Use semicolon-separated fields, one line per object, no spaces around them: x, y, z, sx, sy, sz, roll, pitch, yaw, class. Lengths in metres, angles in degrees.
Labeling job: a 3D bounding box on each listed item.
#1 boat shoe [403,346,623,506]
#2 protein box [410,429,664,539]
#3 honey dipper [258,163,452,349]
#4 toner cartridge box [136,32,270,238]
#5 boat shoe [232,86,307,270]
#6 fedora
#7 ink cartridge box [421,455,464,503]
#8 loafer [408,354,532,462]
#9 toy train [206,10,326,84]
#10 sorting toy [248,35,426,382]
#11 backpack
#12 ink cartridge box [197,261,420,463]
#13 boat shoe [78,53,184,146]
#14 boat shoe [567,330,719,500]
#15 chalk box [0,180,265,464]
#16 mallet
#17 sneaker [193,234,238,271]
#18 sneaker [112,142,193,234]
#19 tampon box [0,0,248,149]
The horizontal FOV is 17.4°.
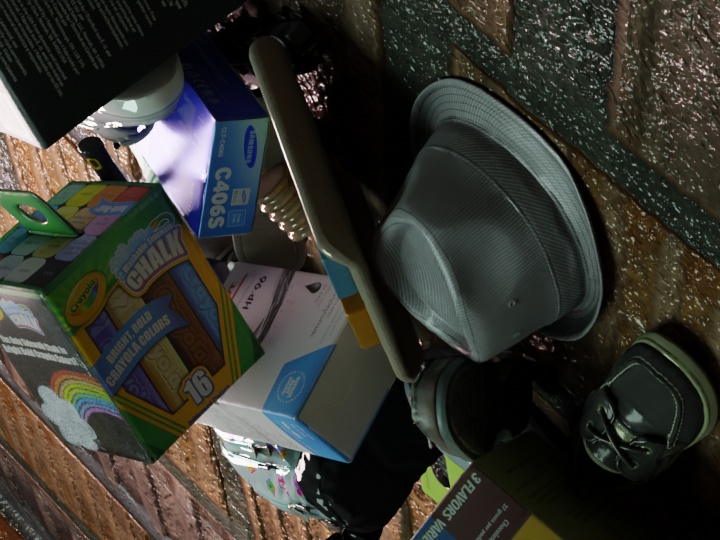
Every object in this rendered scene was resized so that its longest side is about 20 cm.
0.106;0.139;1.714;0.200;0.072;0.062;44;158;13;boat shoe
0.130;0.230;1.567;0.200;0.135;0.198;40;-169;10;protein box
0.000;0.000;1.706;0.200;0.038;0.038;44;165;-24;honey dipper
-0.125;-0.116;1.662;0.200;0.043;0.095;-127;38;-47;toner cartridge box
-0.069;-0.076;1.728;0.200;0.075;0.061;99;174;-54;boat shoe
0.067;-0.015;1.486;0.177;0.090;0.200;42;159;25;fedora
0.089;0.221;1.897;0.200;0.076;0.148;38;157;30;ink cartridge box
0.063;0.091;1.587;0.063;0.072;0.200;0;179;20;loafer
-0.075;-0.153;1.656;0.046;0.034;0.200;46;163;-20;toy train
-0.020;-0.036;1.575;0.200;0.036;0.186;58;-170;-59;sorting toy
-0.025;0.117;1.813;0.200;0.167;0.127;6;133;58;backpack
-0.063;0.063;1.731;0.200;0.116;0.068;8;154;51;ink cartridge box
-0.174;-0.122;1.644;0.200;0.072;0.069;15;138;53;boat shoe
0.174;0.103;1.497;0.072;0.066;0.201;45;162;12;boat shoe
-0.186;0.015;1.652;0.125;0.124;0.200;7;133;51;chalk box
-0.150;-0.032;1.729;0.066;0.041;0.200;9;150;20;mallet
-0.077;0.009;1.922;0.200;0.077;0.082;39;145;12;sneaker
-0.153;-0.090;1.834;0.118;0.074;0.200;57;177;1;sneaker
-0.192;-0.198;1.575;0.150;0.200;0.127;23;146;56;tampon box
